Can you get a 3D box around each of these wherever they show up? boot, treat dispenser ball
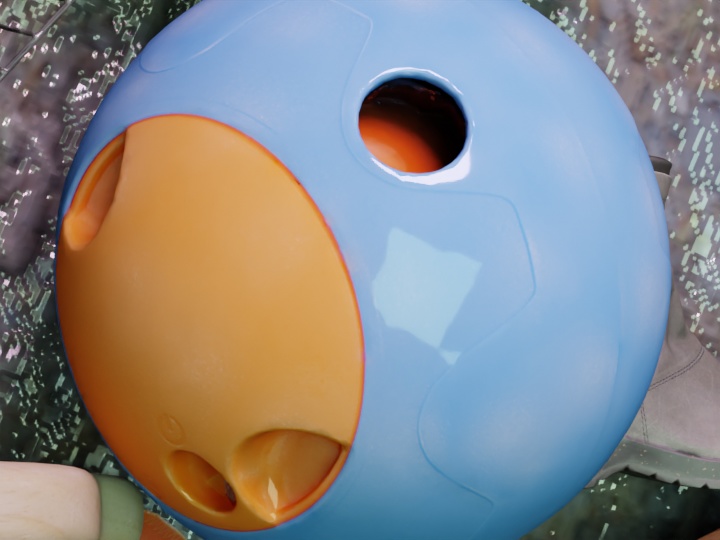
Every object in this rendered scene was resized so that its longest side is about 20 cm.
[{"bbox_3d":[0.114,0.018,0.869,0.199,0.068,0.132,3,89,-23],"label":"boot"},{"bbox_3d":[0.000,0.000,0.733,0.199,0.201,0.203,-2,96,-21],"label":"treat dispenser ball"}]

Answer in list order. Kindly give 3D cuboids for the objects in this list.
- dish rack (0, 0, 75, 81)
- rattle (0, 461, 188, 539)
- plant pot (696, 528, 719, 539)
[{"bbox_3d":[-0.162,-0.120,0.751,0.153,0.054,0.200,45,77,-21],"label":"dish rack"},{"bbox_3d":[-0.127,0.041,0.740,0.199,0.130,0.144,5,62,-51],"label":"rattle"},{"bbox_3d":[0.145,0.177,0.850,0.200,0.186,0.187,-41,109,-27],"label":"plant pot"}]
